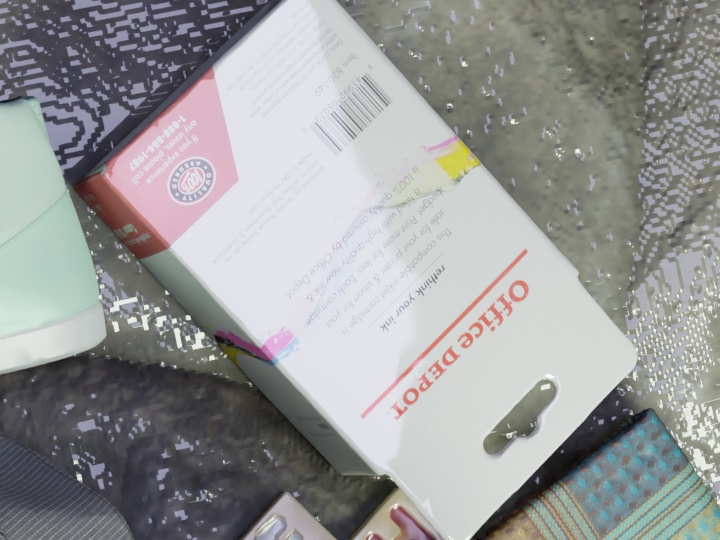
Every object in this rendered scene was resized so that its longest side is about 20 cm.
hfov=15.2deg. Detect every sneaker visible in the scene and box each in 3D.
[{"bbox_3d":[-0.196,-0.007,0.985,0.200,0.074,0.119,-16,98,-33],"label":"sneaker"}]

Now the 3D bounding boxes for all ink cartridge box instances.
[{"bbox_3d":[0.000,0.000,1.057,0.116,0.067,0.200,-44,98,-14],"label":"ink cartridge box"}]

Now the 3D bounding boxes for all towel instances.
[{"bbox_3d":[0.117,0.178,1.103,0.147,0.022,0.200,-36,98,-17],"label":"towel"}]

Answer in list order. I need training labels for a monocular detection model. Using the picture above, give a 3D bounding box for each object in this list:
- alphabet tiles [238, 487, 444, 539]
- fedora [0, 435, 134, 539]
[{"bbox_3d":[-0.015,0.193,1.073,0.167,0.008,0.200,45,77,-10],"label":"alphabet tiles"},{"bbox_3d":[-0.144,0.118,0.958,0.090,0.200,0.177,-39,109,-45],"label":"fedora"}]
